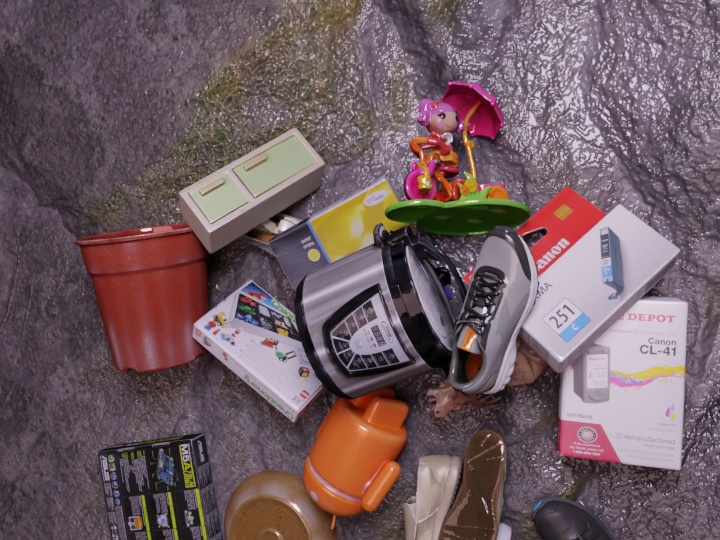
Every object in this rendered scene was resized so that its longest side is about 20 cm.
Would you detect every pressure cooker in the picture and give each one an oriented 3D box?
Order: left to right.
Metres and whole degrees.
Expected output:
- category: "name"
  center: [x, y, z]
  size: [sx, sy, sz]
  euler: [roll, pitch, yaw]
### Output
- category: "pressure cooker"
  center: [0.036, 0.049, 0.831]
  size: [0.197, 0.176, 0.181]
  euler: [-23, 57, 17]

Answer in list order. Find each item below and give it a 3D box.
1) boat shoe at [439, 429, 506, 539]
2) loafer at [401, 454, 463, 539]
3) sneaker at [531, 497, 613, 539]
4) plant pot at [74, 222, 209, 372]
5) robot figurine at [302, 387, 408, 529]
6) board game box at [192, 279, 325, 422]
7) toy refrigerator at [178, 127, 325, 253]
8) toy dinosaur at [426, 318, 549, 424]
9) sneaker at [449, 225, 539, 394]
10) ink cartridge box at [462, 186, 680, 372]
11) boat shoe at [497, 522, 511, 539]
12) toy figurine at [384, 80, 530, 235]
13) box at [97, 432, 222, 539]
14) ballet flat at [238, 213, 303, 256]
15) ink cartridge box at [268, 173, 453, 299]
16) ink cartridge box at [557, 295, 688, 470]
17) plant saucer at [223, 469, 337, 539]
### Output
- category: "boat shoe"
  center: [0.157, 0.317, 0.887]
  size: [0.071, 0.065, 0.203]
  euler: [9, 76, 25]
- category: "loafer"
  center: [0.089, 0.351, 0.934]
  size: [0.067, 0.076, 0.203]
  euler: [17, 88, 18]
- category: "sneaker"
  center: [0.305, 0.378, 0.854]
  size: [0.200, 0.082, 0.074]
  euler: [42, 105, 14]
- category: "plant pot"
  center: [-0.312, 0.038, 1.003]
  size: [0.197, 0.201, 0.199]
  euler: [-3, 99, 18]
- category: "robot figurine"
  center: [-0.009, 0.258, 0.937]
  size: [0.143, 0.116, 0.202]
  euler: [31, 101, 15]
- category: "board game box"
  center: [-0.130, 0.112, 0.970]
  size: [0.199, 0.126, 0.035]
  euler: [37, 136, 13]
- category: "toy refrigerator"
  center: [-0.150, -0.117, 0.939]
  size: [0.199, 0.070, 0.076]
  euler: [-34, 75, -23]
- category: "toy dinosaur"
  center: [0.186, 0.127, 0.877]
  size: [0.197, 0.086, 0.138]
  euler: [-10, 89, 27]
- category: "sneaker"
  center: [0.147, 0.051, 0.756]
  size: [0.073, 0.079, 0.204]
  euler: [19, 106, 42]
- category: "ink cartridge box"
  center: [0.251, -0.006, 0.815]
  size: [0.199, 0.045, 0.176]
  euler: [-40, 59, -8]
- category: "boat shoe"
  center: [0.138, 0.425, 0.916]
  size: [0.070, 0.072, 0.202]
  euler: [29, 102, 11]
- category: "toy figurine"
  center: [0.120, -0.156, 0.867]
  size: [0.197, 0.150, 0.188]
  euler: [3, 78, -23]
- category: "box"
  center: [-0.328, 0.380, 1.087]
  size: [0.190, 0.047, 0.204]
  euler: [-12, 87, 16]
- category: "ballet flat"
  center: [-0.126, -0.058, 0.989]
  size: [0.197, 0.064, 0.068]
  euler: [18, 71, 18]
- category: "ink cartridge box"
  center: [0.000, 0.000, 0.933]
  size: [0.196, 0.047, 0.202]
  euler: [-27, 101, 17]
- category: "ink cartridge box"
  center: [0.327, 0.133, 0.838]
  size: [0.145, 0.085, 0.204]
  euler: [2, 93, 18]
- category: "plant saucer"
  center: [-0.132, 0.415, 1.027]
  size: [0.197, 0.035, 0.204]
  euler: [1, 92, 18]
